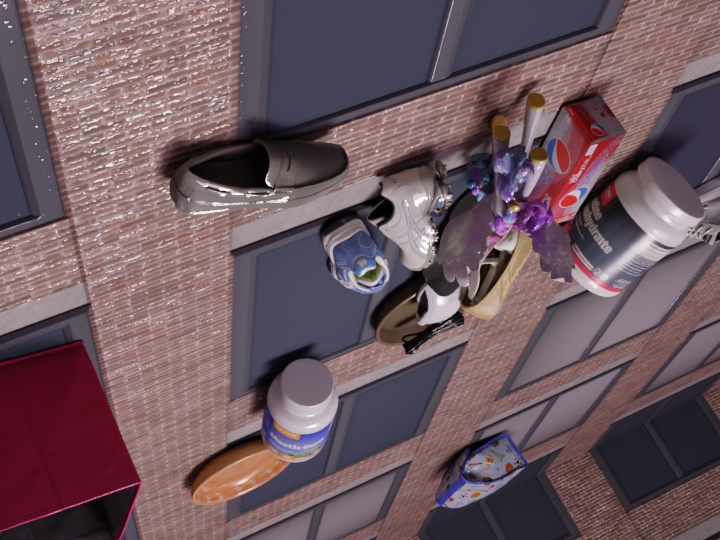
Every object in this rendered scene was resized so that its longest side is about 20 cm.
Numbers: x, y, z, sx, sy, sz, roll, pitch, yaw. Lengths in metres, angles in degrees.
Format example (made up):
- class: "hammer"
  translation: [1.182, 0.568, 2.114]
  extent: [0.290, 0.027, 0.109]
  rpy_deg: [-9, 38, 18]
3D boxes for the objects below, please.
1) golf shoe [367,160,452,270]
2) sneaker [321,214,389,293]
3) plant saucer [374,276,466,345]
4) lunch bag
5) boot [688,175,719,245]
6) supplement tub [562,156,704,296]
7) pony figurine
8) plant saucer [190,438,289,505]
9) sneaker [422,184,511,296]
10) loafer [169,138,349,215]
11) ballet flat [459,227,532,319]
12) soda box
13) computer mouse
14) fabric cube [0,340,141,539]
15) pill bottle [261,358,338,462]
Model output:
- class: "golf shoe"
  translation: [0.053, -0.067, 1.386]
  extent: [0.097, 0.078, 0.200]
  rpy_deg: [-6, 147, -10]
- class: "sneaker"
  translation: [0.000, 0.000, 1.429]
  extent: [0.076, 0.077, 0.200]
  rpy_deg: [-32, 158, 2]
- class: "plant saucer"
  translation: [0.107, 0.052, 1.723]
  extent: [0.200, 0.029, 0.200]
  rpy_deg: [-24, 156, -11]
- class: "lunch bag"
  translation: [0.296, 0.521, 2.790]
  extent: [0.200, 0.124, 0.170]
  rpy_deg: [-23, 158, -34]
- class: "boot"
  translation: [0.586, -0.083, 1.910]
  extent: [0.200, 0.096, 0.074]
  rpy_deg: [-30, 157, 2]
- class: "supplement tub"
  translation: [0.415, -0.066, 1.691]
  extent: [0.140, 0.140, 0.200]
  rpy_deg: [-1, 144, -48]
- class: "pony figurine"
  translation: [0.183, -0.086, 1.327]
  extent: [0.166, 0.193, 0.200]
  rpy_deg: [5, 137, 1]
- class: "plant saucer"
  translation: [-0.217, 0.359, 1.969]
  extent: [0.200, 0.037, 0.200]
  rpy_deg: [-24, 156, -12]
- class: "sneaker"
  translation: [0.161, -0.057, 1.529]
  extent: [0.200, 0.080, 0.086]
  rpy_deg: [-50, 173, 36]
- class: "loafer"
  translation: [-0.096, -0.101, 1.119]
  extent: [0.200, 0.070, 0.070]
  rpy_deg: [-16, 162, -28]
- class: "ballet flat"
  translation: [0.206, -0.018, 1.593]
  extent: [0.063, 0.069, 0.200]
  rpy_deg: [13, 108, -31]
- class: "soda box"
  translation: [0.280, -0.142, 1.466]
  extent: [0.063, 0.070, 0.200]
  rpy_deg: [-19, 155, -23]
- class: "computer mouse"
  translation: [0.120, 0.066, 1.674]
  extent: [0.110, 0.044, 0.200]
  rpy_deg: [-23, 156, -12]
- class: "fabric cube"
  translation: [-0.400, 0.235, 1.297]
  extent: [0.200, 0.199, 0.196]
  rpy_deg: [-15, 154, -30]
- class: "pill bottle"
  translation: [-0.095, 0.219, 1.724]
  extent: [0.112, 0.112, 0.200]
  rpy_deg: [-20, 156, -20]
